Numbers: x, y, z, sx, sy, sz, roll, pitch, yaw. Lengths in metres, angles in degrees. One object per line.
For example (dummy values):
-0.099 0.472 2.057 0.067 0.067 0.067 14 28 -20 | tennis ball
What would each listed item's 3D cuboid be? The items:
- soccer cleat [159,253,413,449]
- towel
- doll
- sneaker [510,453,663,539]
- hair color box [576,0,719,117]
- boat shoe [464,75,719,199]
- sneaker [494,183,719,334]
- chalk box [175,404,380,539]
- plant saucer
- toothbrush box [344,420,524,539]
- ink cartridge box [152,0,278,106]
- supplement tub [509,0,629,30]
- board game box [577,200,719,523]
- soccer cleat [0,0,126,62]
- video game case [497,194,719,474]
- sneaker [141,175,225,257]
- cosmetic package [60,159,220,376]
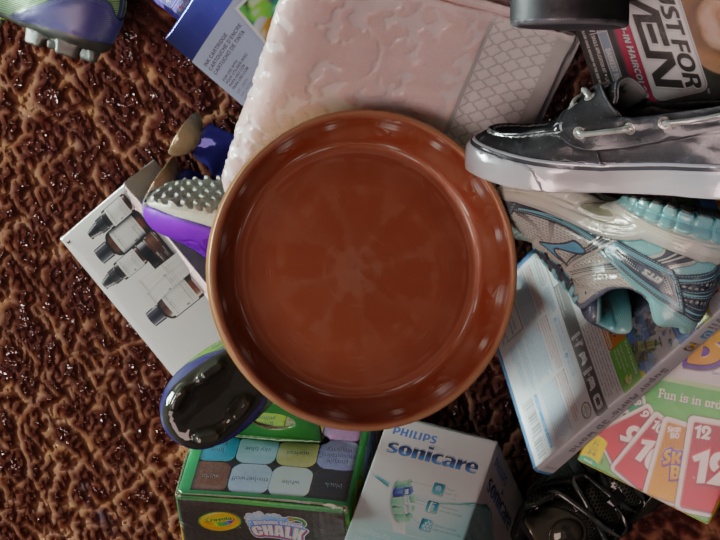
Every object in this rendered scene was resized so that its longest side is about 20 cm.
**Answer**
-0.047 0.045 1.491 0.200 0.084 0.065 -35 95 -2 | soccer cleat
0.023 -0.106 1.458 0.190 0.032 0.201 11 134 -12 | towel
-0.051 -0.024 1.594 0.199 0.048 0.137 32 115 2 | doll
0.177 0.146 1.525 0.199 0.114 0.076 -34 98 33 | sneaker
0.230 -0.163 1.377 0.199 0.061 0.100 -12 109 30 | hair color box
0.153 -0.084 1.377 0.199 0.072 0.068 6 108 33 | boat shoe
0.143 -0.008 1.425 0.200 0.077 0.087 13 92 54 | sneaker
-0.053 0.154 1.596 0.124 0.124 0.201 4 131 9 | chalk box
0.000 0.000 1.438 0.201 0.200 0.032 56 169 -7 | plant saucer
0.040 0.222 1.551 0.085 0.201 0.147 13 159 21 | toothbrush box
-0.046 -0.159 1.528 0.200 0.042 0.120 42 119 5 | ink cartridge box
0.123 -0.242 1.330 0.106 0.107 0.202 3 93 25 | supplement tub
0.223 0.052 1.462 0.095 0.030 0.201 25 96 13 | board game box
-0.248 -0.213 1.596 0.199 0.065 0.084 24 97 19 | soccer cleat
0.160 0.019 1.472 0.200 0.018 0.144 -46 45 35 | video game case
-0.060 0.005 1.542 0.199 0.070 0.100 17 112 8 | sneaker
-0.122 0.026 1.653 0.082 0.051 0.200 -37 95 37 | cosmetic package
